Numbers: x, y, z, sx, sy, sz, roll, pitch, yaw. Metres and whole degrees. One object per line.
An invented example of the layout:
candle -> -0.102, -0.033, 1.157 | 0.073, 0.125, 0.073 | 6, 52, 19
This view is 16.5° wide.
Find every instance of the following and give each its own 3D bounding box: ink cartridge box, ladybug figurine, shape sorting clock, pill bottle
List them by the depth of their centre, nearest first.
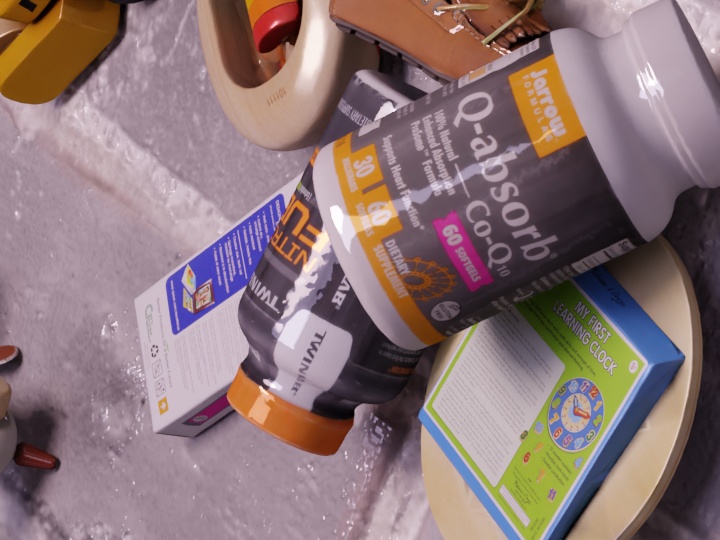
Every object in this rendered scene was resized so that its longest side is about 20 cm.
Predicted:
pill bottle -> 0.086, -0.050, 1.239 | 0.199, 0.116, 0.117 | -26, 59, 13
shape sorting clock -> 0.103, 0.065, 1.290 | 0.200, 0.039, 0.201 | -27, 56, 47
pill bottle -> 0.000, 0.000, 1.371 | 0.106, 0.106, 0.201 | 37, 103, 47
ladybug figurine -> -0.039, -0.163, 1.495 | 0.136, 0.072, 0.201 | -34, 58, 42
ink cartridge box -> -0.067, 0.020, 1.521 | 0.200, 0.037, 0.095 | -36, 55, 43

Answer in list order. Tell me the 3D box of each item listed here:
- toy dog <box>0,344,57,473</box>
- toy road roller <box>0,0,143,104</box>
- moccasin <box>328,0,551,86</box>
toy dog -> -0.269, 0.097, 1.728 | 0.132, 0.096, 0.201 | -58, 29, 29
toy road roller -> -0.232, -0.219, 1.683 | 0.200, 0.145, 0.124 | -43, 51, 36
moccasin -> 0.069, -0.136, 1.355 | 0.201, 0.073, 0.078 | 33, 108, 44
